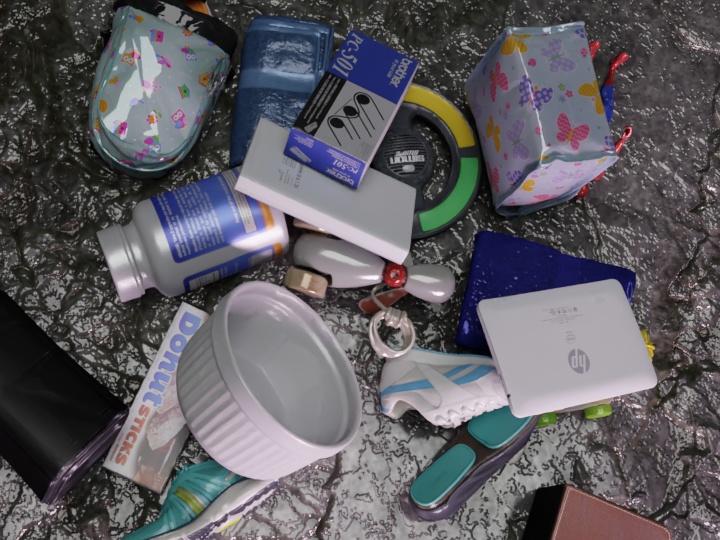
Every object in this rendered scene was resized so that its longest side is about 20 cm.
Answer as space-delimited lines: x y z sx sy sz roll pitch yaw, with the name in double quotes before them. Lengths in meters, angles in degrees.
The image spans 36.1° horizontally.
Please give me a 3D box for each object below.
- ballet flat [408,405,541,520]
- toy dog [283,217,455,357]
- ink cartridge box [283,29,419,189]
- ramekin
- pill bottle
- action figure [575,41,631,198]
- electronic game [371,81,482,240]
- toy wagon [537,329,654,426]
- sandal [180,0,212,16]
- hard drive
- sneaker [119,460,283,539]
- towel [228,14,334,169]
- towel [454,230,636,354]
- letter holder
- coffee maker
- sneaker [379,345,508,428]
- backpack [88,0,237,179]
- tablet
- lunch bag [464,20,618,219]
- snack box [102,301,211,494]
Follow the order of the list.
"ballet flat" 0.136 0.207 1.242 0.200 0.073 0.073 -42 84 -11
"toy dog" 0.000 0.000 1.263 0.199 0.096 0.133 35 86 -4
"ink cartridge box" -0.008 -0.188 1.262 0.093 0.044 0.201 25 48 1
"ramekin" -0.102 0.124 1.167 0.105 0.200 0.201 -38 81 27
"pill bottle" -0.188 -0.039 1.237 0.198 0.112 0.113 -20 79 -13
"action figure" 0.296 -0.189 1.352 0.064 0.099 0.203 17 76 -12
"electronic game" 0.051 -0.134 1.328 0.197 0.042 0.203 3 74 -11
"toy wagon" 0.256 0.095 1.301 0.197 0.040 0.158 -7 77 -9
"sandal" -0.251 -0.371 1.342 0.078 0.059 0.208 -27 81 -14
"hard drive" -0.035 -0.090 1.225 0.198 0.026 0.133 24 35 -10
"sneaker" -0.179 0.251 1.191 0.199 0.078 0.080 -31 69 -23
"towel" -0.095 -0.208 1.327 0.110 0.049 0.203 7 75 -5
"towel" 0.211 0.046 1.266 0.197 0.050 0.150 16 66 -3
"letter holder" 0.241 0.355 1.200 0.140 0.101 0.202 22 74 -4
"coffee maker" -0.348 0.128 1.128 0.200 0.192 0.135 41 74 4
"sneaker" 0.115 0.136 1.228 0.197 0.076 0.082 3 76 29
"backpack" -0.239 -0.209 1.265 0.165 0.127 0.203 20 79 -9
"tablet" 0.226 0.080 1.196 0.197 0.014 0.132 -8 70 -27
"lunch bag" 0.199 -0.168 1.279 0.125 0.200 0.172 -7 76 -18
"snack box" -0.210 0.141 1.231 0.071 0.024 0.202 24 73 -1
